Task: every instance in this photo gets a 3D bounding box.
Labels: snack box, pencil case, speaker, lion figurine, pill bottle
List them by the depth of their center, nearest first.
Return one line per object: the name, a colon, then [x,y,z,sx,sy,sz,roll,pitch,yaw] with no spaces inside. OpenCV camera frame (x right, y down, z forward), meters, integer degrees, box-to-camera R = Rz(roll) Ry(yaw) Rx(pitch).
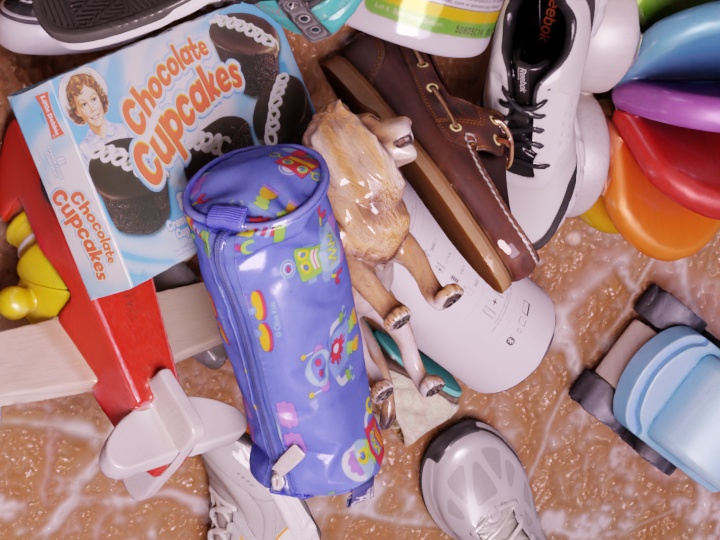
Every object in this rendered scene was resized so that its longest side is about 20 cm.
pencil case: [-0.040,0.033,1.256,0.087,0.078,0.200,-54,140,-49]
snack box: [-0.097,-0.073,1.278,0.200,0.037,0.116,-32,103,-51]
pill bottle: [0.050,-0.232,1.323,0.111,0.111,0.200,7,110,-33]
lion figurine: [0.000,0.000,1.332,0.072,0.123,0.200,-25,154,-26]
speaker: [0.034,-0.002,1.452,0.200,0.081,0.081,36,93,-39]

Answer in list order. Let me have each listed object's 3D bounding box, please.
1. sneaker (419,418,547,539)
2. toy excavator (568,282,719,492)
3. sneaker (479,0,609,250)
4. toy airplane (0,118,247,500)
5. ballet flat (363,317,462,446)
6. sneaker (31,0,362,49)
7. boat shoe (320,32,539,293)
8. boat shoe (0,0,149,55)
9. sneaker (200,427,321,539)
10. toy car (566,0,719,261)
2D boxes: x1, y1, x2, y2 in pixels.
sneaker: [0.114,0.194,1.580,0.076,0.115,0.201,-33,126,-12]
toy excavator: [0.265,0.124,1.580,0.194,0.200,0.100,37,93,-38]
sneaker: [0.097,-0.100,1.386,0.080,0.074,0.200,-47,146,-63]
toy airplane: [-0.152,0.036,1.318,0.200,0.141,0.199,37,53,-28]
ballet flat: [-0.009,0.058,1.466,0.062,0.067,0.200,-44,132,10]
sneaker: [-0.068,-0.157,1.225,0.200,0.084,0.121,-28,154,-2]
boat shoe: [0.052,-0.074,1.351,0.070,0.200,0.070,-30,148,-7]
boat shoe: [-0.111,-0.176,1.279,0.199,0.074,0.068,-20,126,-22]
sneaker: [-0.072,0.179,1.491,0.092,0.076,0.200,-31,125,-8]
toy car: [0.199,-0.102,1.455,0.175,0.150,0.200,-2,115,-30]
